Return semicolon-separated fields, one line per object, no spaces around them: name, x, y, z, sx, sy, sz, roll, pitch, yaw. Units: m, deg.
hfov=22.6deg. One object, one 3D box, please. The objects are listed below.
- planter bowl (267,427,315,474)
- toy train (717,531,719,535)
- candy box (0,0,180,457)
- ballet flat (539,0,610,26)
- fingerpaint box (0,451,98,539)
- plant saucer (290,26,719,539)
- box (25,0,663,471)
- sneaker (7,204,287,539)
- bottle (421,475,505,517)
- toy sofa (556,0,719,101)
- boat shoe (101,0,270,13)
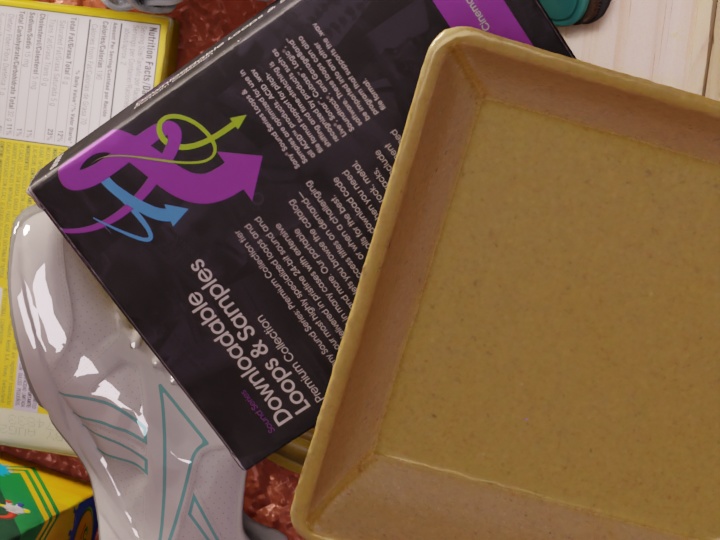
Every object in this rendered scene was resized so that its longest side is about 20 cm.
planter bowl;0.000;0.000;0.770;0.199;0.083;0.202;0;93;8
toy train;0.166;0.096;0.747;0.114;0.087;0.200;45;106;6
candy box;-0.143;-0.020;0.816;0.101;0.026;0.202;8;94;3
ballet flat;0.063;-0.192;0.668;0.073;0.073;0.201;-24;110;8
fingerpaint box;-0.186;0.189;0.763;0.073;0.167;0.201;17;94;8
plant saucer;0.093;0.026;0.668;0.199;0.048;0.201;15;107;-6
box;-0.006;-0.034;0.690;0.199;0.036;0.143;-33;106;8
sneaker;-0.090;0.060;0.772;0.080;0.070;0.201;-20;101;7
bottle;0.039;0.177;0.751;0.065;0.083;0.202;-8;97;-16
toy sofa;0.122;-0.093;0.747;0.097;0.083;0.202;7;92;9
boat shoe;-0.088;-0.144;0.750;0.201;0.070;0.072;39;116;42
